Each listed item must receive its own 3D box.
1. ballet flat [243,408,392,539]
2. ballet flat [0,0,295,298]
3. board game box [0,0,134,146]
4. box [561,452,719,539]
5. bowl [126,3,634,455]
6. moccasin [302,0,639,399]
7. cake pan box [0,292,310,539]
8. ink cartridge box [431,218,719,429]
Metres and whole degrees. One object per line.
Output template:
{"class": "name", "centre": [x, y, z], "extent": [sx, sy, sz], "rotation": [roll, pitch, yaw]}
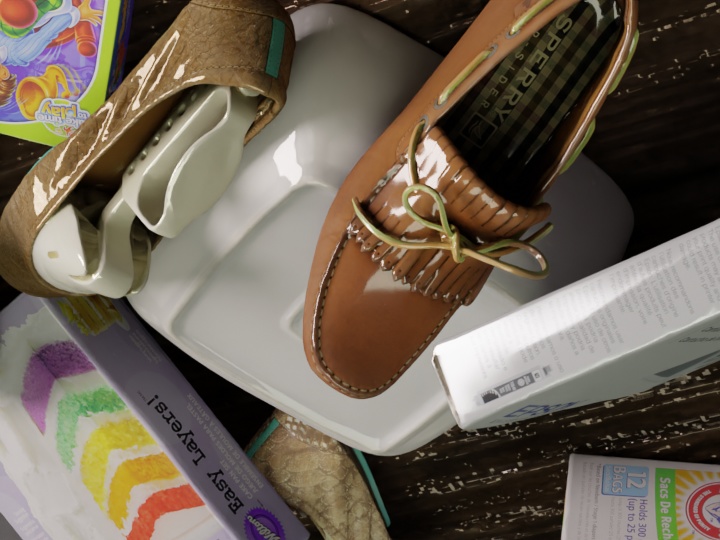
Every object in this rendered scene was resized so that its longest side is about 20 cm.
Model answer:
{"class": "ballet flat", "centre": [-0.007, 0.149, 1.154], "extent": [0.065, 0.070, 0.200], "rotation": [-36, 118, -11]}
{"class": "ballet flat", "centre": [-0.092, -0.034, 0.950], "extent": [0.068, 0.072, 0.200], "rotation": [24, 127, -35]}
{"class": "board game box", "centre": [-0.194, -0.134, 0.951], "extent": [0.199, 0.045, 0.135], "rotation": [14, 134, -1]}
{"class": "box", "centre": [0.145, 0.196, 1.078], "extent": [0.112, 0.200, 0.102], "rotation": [3, 134, 6]}
{"class": "bowl", "centre": [0.000, 0.000, 1.016], "extent": [0.200, 0.075, 0.200], "rotation": [31, 131, -19]}
{"class": "moccasin", "centre": [0.046, -0.035, 0.906], "extent": [0.074, 0.078, 0.201], "rotation": [39, 93, -19]}
{"class": "cake pan box", "centre": [-0.150, 0.112, 1.123], "extent": [0.200, 0.052, 0.184], "rotation": [-34, 93, 37]}
{"class": "ink cartridge box", "centre": [0.157, 0.005, 0.915], "extent": [0.200, 0.199, 0.041], "rotation": [-27, 79, 28]}
